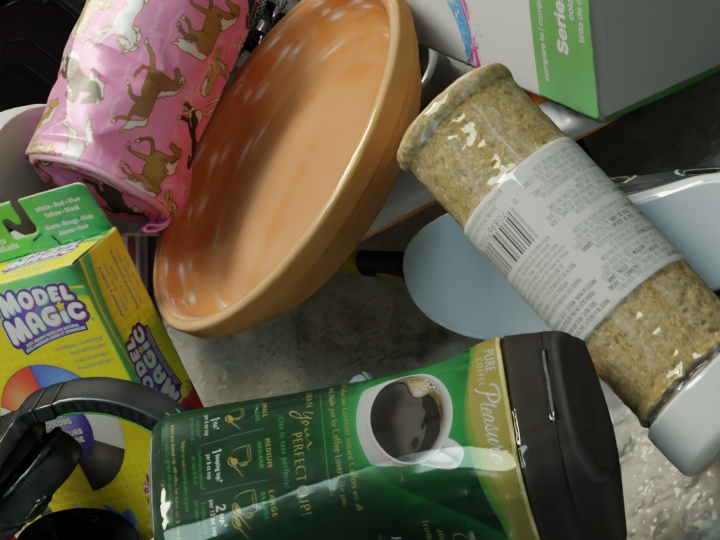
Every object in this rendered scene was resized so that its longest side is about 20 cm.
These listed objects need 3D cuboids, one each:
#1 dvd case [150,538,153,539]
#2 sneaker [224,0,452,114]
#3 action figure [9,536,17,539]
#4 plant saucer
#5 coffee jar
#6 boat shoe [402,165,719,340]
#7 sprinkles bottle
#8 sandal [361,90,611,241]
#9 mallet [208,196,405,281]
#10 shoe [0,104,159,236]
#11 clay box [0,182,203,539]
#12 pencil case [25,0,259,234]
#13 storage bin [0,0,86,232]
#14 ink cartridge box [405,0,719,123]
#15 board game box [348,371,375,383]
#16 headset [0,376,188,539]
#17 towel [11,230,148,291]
[{"bbox_3d":[-0.067,0.197,1.211,0.150,0.025,0.200,-36,45,19],"label":"dvd case"},{"bbox_3d":[-0.048,-0.126,1.465,0.200,0.114,0.076,14,73,47],"label":"sneaker"},{"bbox_3d":[-0.195,0.175,1.410,0.065,0.099,0.200,-52,39,-1],"label":"action figure"},{"bbox_3d":[-0.032,-0.053,1.334,0.200,0.037,0.201,-43,30,33],"label":"plant saucer"},{"bbox_3d":[0.013,0.094,1.161,0.199,0.086,0.105,-13,44,7],"label":"coffee jar"},{"bbox_3d":[0.117,-0.015,1.272,0.199,0.066,0.070,-15,94,32],"label":"boat shoe"},{"bbox_3d":[0.104,-0.002,1.202,0.068,0.068,0.200,-44,76,9],"label":"sprinkles bottle"},{"bbox_3d":[0.056,-0.044,1.342,0.206,0.059,0.079,-26,27,23],"label":"sandal"},{"bbox_3d":[0.000,0.000,1.401,0.199,0.066,0.041,9,67,30],"label":"mallet"},{"bbox_3d":[-0.171,-0.052,1.458,0.091,0.200,0.072,7,91,30],"label":"shoe"},{"bbox_3d":[-0.146,0.061,1.370,0.115,0.201,0.048,-14,20,35],"label":"clay box"},{"bbox_3d":[-0.101,-0.120,1.386,0.086,0.083,0.201,15,73,23],"label":"pencil case"},{"bbox_3d":[-0.232,-0.107,1.604,0.200,0.135,0.094,-38,43,17],"label":"storage bin"},{"bbox_3d":[0.106,-0.159,1.322,0.144,0.084,0.200,-25,32,-27],"label":"ink cartridge box"},{"bbox_3d":[0.019,0.160,1.246,0.148,0.064,0.200,-51,40,4],"label":"board game box"},{"bbox_3d":[-0.159,0.132,1.325,0.199,0.124,0.094,-22,19,23],"label":"headset"},{"bbox_3d":[-0.201,0.034,1.568,0.199,0.023,0.145,-28,45,24],"label":"towel"}]
